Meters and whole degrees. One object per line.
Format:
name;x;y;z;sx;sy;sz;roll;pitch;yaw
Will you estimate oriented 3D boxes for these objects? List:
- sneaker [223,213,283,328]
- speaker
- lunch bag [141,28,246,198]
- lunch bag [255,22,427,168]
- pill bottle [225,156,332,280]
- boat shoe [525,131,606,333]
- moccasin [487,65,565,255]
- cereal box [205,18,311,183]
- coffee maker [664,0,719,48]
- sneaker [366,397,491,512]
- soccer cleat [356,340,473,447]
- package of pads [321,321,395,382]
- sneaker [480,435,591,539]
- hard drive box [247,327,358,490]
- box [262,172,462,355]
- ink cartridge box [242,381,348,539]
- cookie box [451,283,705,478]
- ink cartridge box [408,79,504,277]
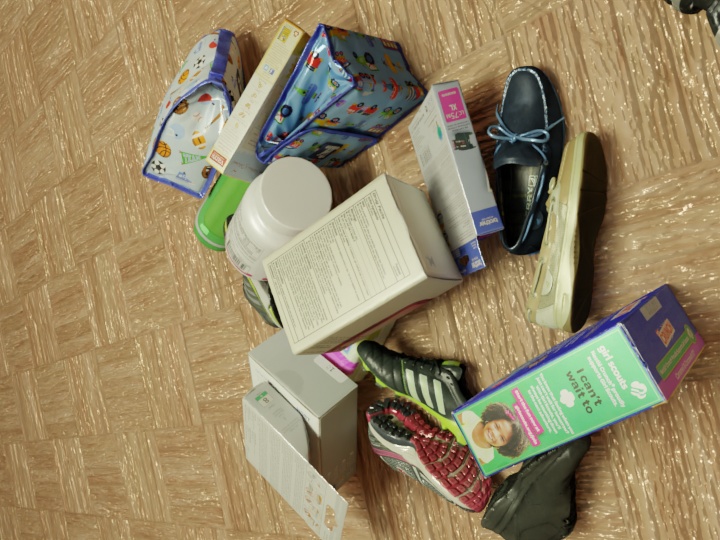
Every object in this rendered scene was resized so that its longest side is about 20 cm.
sneaker;-0.164;0.008;0.977;0.080;0.073;0.203;-15;103;48
speaker;-0.192;-0.121;0.994;0.200;0.087;0.089;-47;67;35
lunch bag;-0.239;-0.245;0.955;0.201;0.122;0.172;-55;27;36
lunch bag;-0.038;-0.198;0.800;0.199;0.149;0.095;-41;71;38
pill bottle;-0.113;-0.066;0.848;0.200;0.111;0.116;-36;72;62
boat shoe;0.212;-0.041;0.654;0.062;0.072;0.206;10;101;42
moccasin;0.181;-0.118;0.674;0.079;0.067;0.205;-2;96;41
cereal box;-0.108;-0.209;0.828;0.039;0.143;0.202;36;99;16
coffee maker;0.347;-0.245;0.485;0.191;0.134;0.202;-38;72;14
sneaker;0.088;0.245;0.816;0.199;0.080;0.076;31;131;42
soccer cleat;0.086;0.137;0.795;0.198;0.067;0.082;34;106;14
package of pads;-0.021;0.037;0.879;0.154;0.067;0.202;43;122;26
sneaker;0.214;0.250;0.707;0.090;0.076;0.202;35;132;18
hard drive box;-0.082;0.211;0.909;0.155;0.076;0.203;34;140;32
box;0.000;0.000;0.743;0.198;0.108;0.130;-31;71;26
ink cartridge box;-0.081;0.268;0.849;0.198;0.050;0.163;36;140;24
cookie box;0.214;0.108;0.614;0.199;0.169;0.076;-41;74;38
ink cartridge box;0.110;-0.097;0.720;0.119;0.041;0.205;136;121;-79
